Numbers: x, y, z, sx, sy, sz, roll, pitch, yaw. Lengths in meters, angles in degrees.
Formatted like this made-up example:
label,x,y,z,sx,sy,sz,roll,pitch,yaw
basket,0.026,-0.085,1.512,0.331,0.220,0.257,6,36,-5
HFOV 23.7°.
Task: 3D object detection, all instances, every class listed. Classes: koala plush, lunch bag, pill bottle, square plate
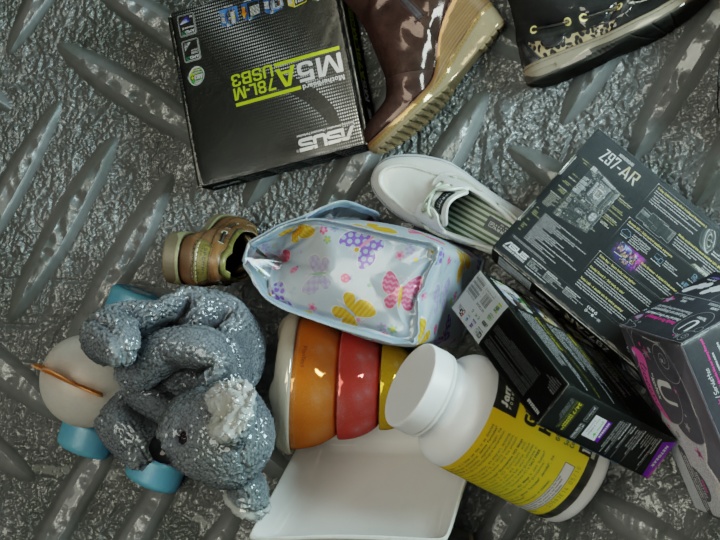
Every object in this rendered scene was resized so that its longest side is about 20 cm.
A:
label,x,y,z,sx,sy,sz,roll,pitch,yaw
koala plush,-0.143,0.128,1.613,0.184,0.178,0.200,-20,42,-19
lunch bag,0.000,0.000,1.688,0.200,0.170,0.127,13,91,21
pill bottle,0.128,0.149,1.612,0.200,0.112,0.113,28,98,-20
square plate,0.014,0.212,1.674,0.198,0.200,0.028,-3,117,20

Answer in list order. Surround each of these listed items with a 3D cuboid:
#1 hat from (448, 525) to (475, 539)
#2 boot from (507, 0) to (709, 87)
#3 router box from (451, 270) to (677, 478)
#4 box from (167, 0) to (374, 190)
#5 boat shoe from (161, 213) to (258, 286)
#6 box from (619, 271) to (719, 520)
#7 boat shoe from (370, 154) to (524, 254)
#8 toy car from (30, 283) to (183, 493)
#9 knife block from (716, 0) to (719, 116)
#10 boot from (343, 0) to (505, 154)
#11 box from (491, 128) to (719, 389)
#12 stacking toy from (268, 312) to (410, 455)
label,x,y,z,sx,sy,sz,roll,pitch,yaw
hat,0.065,0.294,1.676,0.200,0.201,0.081,-9,47,19
boot,0.228,-0.283,1.678,0.200,0.073,0.151,-25,79,22
router box,0.185,0.094,1.578,0.051,0.149,0.200,-53,34,14
box,-0.092,-0.199,1.799,0.200,0.048,0.194,-12,81,19
boat shoe,-0.132,-0.014,1.726,0.068,0.200,0.072,5,102,15
box,0.336,0.119,1.532,0.115,0.132,0.200,-26,103,-13
boat shoe,0.095,-0.067,1.712,0.200,0.067,0.074,22,94,20
toy car,-0.253,0.121,1.756,0.177,0.200,0.185,23,95,20
knife block,0.382,-0.234,1.631,0.064,0.176,0.200,5,44,19
boot,0.030,-0.236,1.739,0.166,0.072,0.200,41,89,11
box,0.249,-0.012,1.627,0.200,0.044,0.160,40,81,10
stacking toy,0.013,0.119,1.716,0.200,0.146,0.146,5,88,4
